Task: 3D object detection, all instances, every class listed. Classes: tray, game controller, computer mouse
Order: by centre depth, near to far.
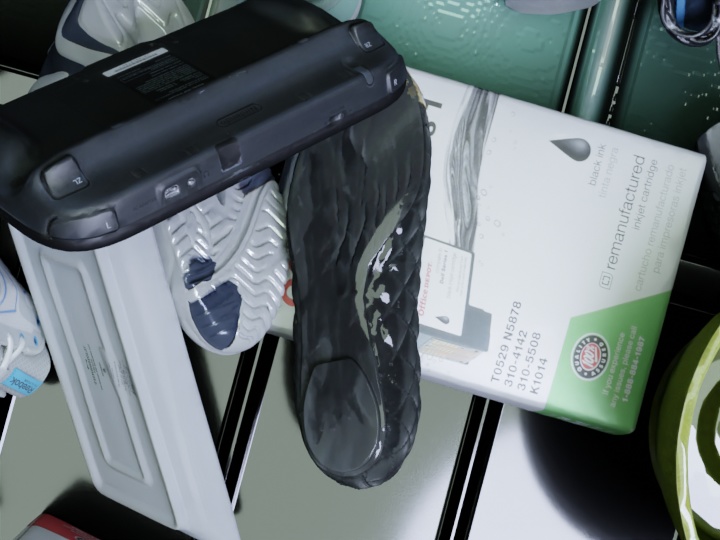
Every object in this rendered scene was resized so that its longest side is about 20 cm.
[{"bbox_3d":[-0.076,-0.069,0.695,0.199,0.104,0.042,-29,127,-34],"label":"game controller"},{"bbox_3d":[-0.117,0.042,0.752,0.022,0.107,0.201,-34,123,-36],"label":"tray"},{"bbox_3d":[0.191,-0.086,0.811,0.058,0.034,0.201,-18,113,4],"label":"computer mouse"}]

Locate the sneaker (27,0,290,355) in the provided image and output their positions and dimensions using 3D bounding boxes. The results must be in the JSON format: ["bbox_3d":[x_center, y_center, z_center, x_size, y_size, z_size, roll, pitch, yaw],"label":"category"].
[{"bbox_3d":[-0.115,-0.030,0.782,0.079,0.129,0.200,-11,68,-46],"label":"sneaker"}]

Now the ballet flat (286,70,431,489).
[{"bbox_3d":[0.000,0.000,0.747,0.066,0.057,0.202,2,82,15],"label":"ballet flat"}]

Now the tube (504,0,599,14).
[{"bbox_3d":[0.097,-0.237,0.841,0.077,0.050,0.202,-2,83,-3],"label":"tube"}]

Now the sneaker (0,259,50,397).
[{"bbox_3d":[-0.180,0.027,0.741,0.075,0.200,0.087,-44,101,5],"label":"sneaker"}]

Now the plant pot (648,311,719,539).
[{"bbox_3d":[0.223,0.084,0.766,0.199,0.193,0.202,0,89,-3],"label":"plant pot"}]

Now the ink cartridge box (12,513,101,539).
[{"bbox_3d":[-0.112,0.190,0.735,0.146,0.200,0.083,27,88,-3],"label":"ink cartridge box"}]

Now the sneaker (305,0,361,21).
[{"bbox_3d":[-0.037,-0.222,0.792,0.073,0.118,0.202,-15,89,-3],"label":"sneaker"}]

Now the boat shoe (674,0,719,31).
[{"bbox_3d":[0.208,-0.220,0.826,0.068,0.084,0.201,13,90,8],"label":"boat shoe"}]

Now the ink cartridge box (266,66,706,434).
[{"bbox_3d":[0.053,-0.014,0.810,0.199,0.084,0.147,15,87,-3],"label":"ink cartridge box"}]
